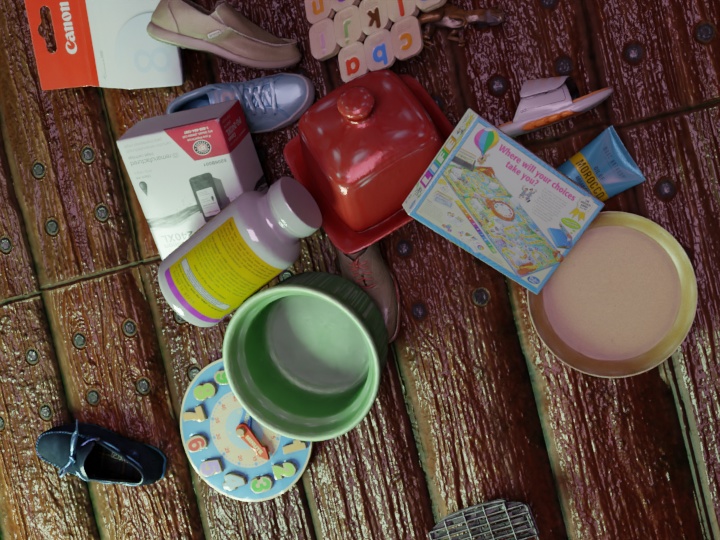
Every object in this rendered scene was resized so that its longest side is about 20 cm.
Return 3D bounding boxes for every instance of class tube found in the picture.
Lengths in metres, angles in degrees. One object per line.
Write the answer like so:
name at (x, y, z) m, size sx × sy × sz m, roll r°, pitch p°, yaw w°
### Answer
tube at (0.240, -0.088, 1.142) m, size 0.199 × 0.050 × 0.078 m, roll -33°, pitch 100°, yaw 10°

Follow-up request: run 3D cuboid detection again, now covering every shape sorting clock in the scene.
shape sorting clock at (-0.157, 0.215, 1.270) m, size 0.198 × 0.039 × 0.202 m, roll 1°, pitch 94°, yaw 15°

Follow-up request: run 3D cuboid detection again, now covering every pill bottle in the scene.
pill bottle at (-0.142, -0.025, 1.121) m, size 0.200 × 0.104 × 0.105 m, roll -36°, pitch 84°, yaw 23°

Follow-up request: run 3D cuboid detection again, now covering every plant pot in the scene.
plant pot at (0.304, 0.029, 1.140) m, size 0.198 × 0.027 × 0.202 m, roll 1°, pitch 93°, yaw 15°

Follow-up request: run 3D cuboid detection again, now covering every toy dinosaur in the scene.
toy dinosaur at (0.081, -0.322, 1.169) m, size 0.199 × 0.060 × 0.107 m, roll 23°, pitch 72°, yaw 13°

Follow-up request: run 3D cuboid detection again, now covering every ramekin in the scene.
ramekin at (-0.061, 0.099, 1.161) m, size 0.198 × 0.098 × 0.202 m, roll 5°, pitch 109°, yaw 14°

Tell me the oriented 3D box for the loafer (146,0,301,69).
loafer at (-0.168, -0.305, 1.189) m, size 0.198 × 0.076 × 0.069 m, roll 10°, pitch 111°, yaw -12°

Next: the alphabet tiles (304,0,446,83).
alphabet tiles at (0.016, -0.339, 1.161) m, size 0.199 × 0.015 × 0.197 m, roll -17°, pitch 74°, yaw 32°

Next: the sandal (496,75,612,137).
sandal at (0.197, -0.196, 1.125) m, size 0.205 × 0.079 × 0.060 m, roll -18°, pitch 92°, yaw 17°

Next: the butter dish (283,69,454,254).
butter dish at (0.009, -0.158, 1.103) m, size 0.199 × 0.148 × 0.200 m, roll -30°, pitch 60°, yaw -2°

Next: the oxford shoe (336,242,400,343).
oxford shoe at (0.000, 0.000, 1.194) m, size 0.070 × 0.075 × 0.202 m, roll -16°, pitch 90°, yaw 15°

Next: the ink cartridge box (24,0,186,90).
ink cartridge box at (-0.337, -0.319, 1.227) m, size 0.198 × 0.047 × 0.161 m, roll -5°, pitch 112°, yaw -3°

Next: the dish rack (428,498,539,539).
dish rack at (0.178, 0.391, 1.187) m, size 0.152 × 0.055 × 0.201 m, roll -21°, pitch 87°, yaw 14°

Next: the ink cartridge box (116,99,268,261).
ink cartridge box at (-0.200, -0.100, 1.199) m, size 0.144 × 0.084 × 0.201 m, roll -9°, pitch 115°, yaw 16°

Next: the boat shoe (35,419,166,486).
boat shoe at (-0.372, 0.256, 1.315) m, size 0.198 × 0.069 × 0.085 m, roll 2°, pitch 95°, yaw 15°

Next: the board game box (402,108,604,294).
board game box at (0.166, -0.076, 1.084) m, size 0.199 × 0.034 × 0.135 m, roll 30°, pitch 104°, yaw -22°

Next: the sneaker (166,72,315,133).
sneaker at (-0.159, -0.212, 1.218) m, size 0.198 × 0.082 × 0.075 m, roll -13°, pitch 91°, yaw 16°
